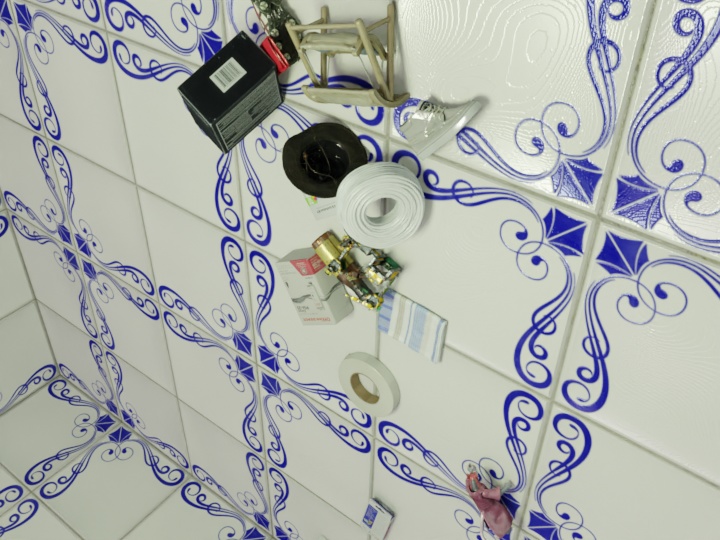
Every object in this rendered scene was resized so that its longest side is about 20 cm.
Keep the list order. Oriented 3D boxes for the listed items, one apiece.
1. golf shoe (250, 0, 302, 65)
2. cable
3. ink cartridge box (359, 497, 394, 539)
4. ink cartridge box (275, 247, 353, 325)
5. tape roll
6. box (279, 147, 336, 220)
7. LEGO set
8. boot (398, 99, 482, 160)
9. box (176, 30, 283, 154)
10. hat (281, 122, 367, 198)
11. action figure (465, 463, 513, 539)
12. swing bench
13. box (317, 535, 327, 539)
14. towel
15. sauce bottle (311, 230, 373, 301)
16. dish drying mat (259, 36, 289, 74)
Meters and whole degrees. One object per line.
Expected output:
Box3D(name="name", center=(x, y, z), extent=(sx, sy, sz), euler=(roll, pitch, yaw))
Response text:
Box3D(name="golf shoe", center=(-0.187, -0.555, 1.632), extent=(0.088, 0.077, 0.202), euler=(47, 163, 59))
Box3D(name="cable", center=(0.044, -0.141, 1.623), extent=(0.070, 0.197, 0.202), euler=(-106, 20, -49))
Box3D(name="ink cartridge box", center=(0.057, 0.818, 2.430), extent=(0.094, 0.037, 0.201), euler=(35, 140, 21))
Box3D(name="ink cartridge box", center=(-0.124, 0.045, 1.991), extent=(0.145, 0.083, 0.202), euler=(-5, 114, 45))
Box3D(name="tape roll", center=(0.022, 0.325, 2.097), extent=(0.201, 0.037, 0.205), euler=(25, 134, 29))
Box3D(name="box", center=(-0.096, -0.232, 1.793), extent=(0.155, 0.041, 0.202), euler=(-12, 111, 47))
Box3D(name="LEGO set", center=(0.000, 0.000, 1.776), extent=(0.154, 0.116, 0.200), euler=(-44, 80, 18))
Box3D(name="boot", center=(0.151, -0.303, 1.474), extent=(0.096, 0.074, 0.200), euler=(48, 142, -6))
Box3D(name="box", center=(-0.291, -0.399, 1.677), extent=(0.123, 0.200, 0.199), euler=(46, 172, 7))
Box3D(name="hat", center=(-0.083, -0.234, 1.674), extent=(0.200, 0.200, 0.081), euler=(43, 157, 10))
Box3D(name="action figure", center=(0.319, 0.607, 1.945), extent=(0.133, 0.149, 0.201), euler=(0, 133, 50))
Box3D(name="swing bench", center=(-0.024, -0.426, 1.511), extent=(0.197, 0.130, 0.202), euler=(12, 127, 37))
Box3D(name="box", center=(-0.113, 1.129, 2.770), extent=(0.199, 0.106, 0.154), euler=(33, 137, 21))
Box3D(name="towel", center=(0.128, 0.140, 1.868), extent=(0.199, 0.024, 0.148), euler=(30, 135, 25))
Box3D(name="sauce bottle", center=(-0.044, -0.006, 1.890), extent=(0.201, 0.066, 0.066), euler=(53, 141, 2))
Box3D(name="dish drying mat", center=(-0.200, -0.473, 1.644), extent=(0.077, 0.018, 0.200), euler=(55, 174, -15))
